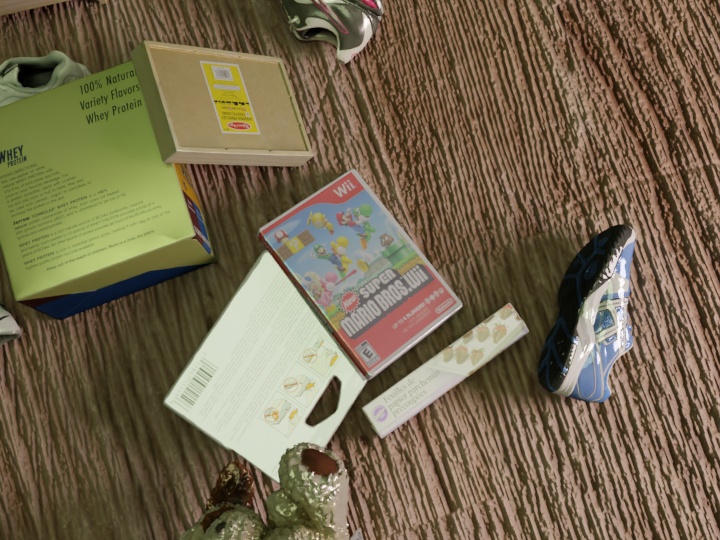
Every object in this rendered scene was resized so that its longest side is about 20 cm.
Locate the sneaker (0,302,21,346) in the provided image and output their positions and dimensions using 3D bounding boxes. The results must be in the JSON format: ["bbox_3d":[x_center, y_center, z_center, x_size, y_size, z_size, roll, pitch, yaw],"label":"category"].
[{"bbox_3d":[-0.445,0.120,1.097,0.088,0.074,0.201,34,82,10],"label":"sneaker"}]

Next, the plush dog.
[{"bbox_3d":[-0.102,0.284,1.017,0.169,0.162,0.202,3,45,23],"label":"plush dog"}]

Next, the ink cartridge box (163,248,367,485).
[{"bbox_3d":[-0.088,0.108,1.107,0.172,0.044,0.202,34,81,1],"label":"ink cartridge box"}]

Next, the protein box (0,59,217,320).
[{"bbox_3d":[-0.284,-0.083,1.103,0.195,0.135,0.203,-20,79,-2],"label":"protein box"}]

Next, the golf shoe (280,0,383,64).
[{"bbox_3d":[-0.070,-0.321,1.178,0.198,0.077,0.089,32,88,8],"label":"golf shoe"}]

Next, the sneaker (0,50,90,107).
[{"bbox_3d":[-0.408,-0.203,1.159,0.196,0.081,0.076,-18,80,-1],"label":"sneaker"}]

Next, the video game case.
[{"bbox_3d":[0.000,0.000,1.115,0.142,0.017,0.201,-34,78,-26],"label":"video game case"}]

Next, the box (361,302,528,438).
[{"bbox_3d":[0.091,0.109,1.104,0.198,0.041,0.039,-35,80,-6],"label":"box"}]

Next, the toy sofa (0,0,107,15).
[{"bbox_3d":[-0.400,-0.345,1.178,0.196,0.098,0.084,-13,79,0],"label":"toy sofa"}]

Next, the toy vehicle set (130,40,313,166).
[{"bbox_3d":[-0.145,-0.177,1.104,0.026,0.198,0.126,-28,75,39],"label":"toy vehicle set"}]

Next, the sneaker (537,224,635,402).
[{"bbox_3d":[0.257,0.047,1.105,0.076,0.076,0.203,26,80,-16],"label":"sneaker"}]
